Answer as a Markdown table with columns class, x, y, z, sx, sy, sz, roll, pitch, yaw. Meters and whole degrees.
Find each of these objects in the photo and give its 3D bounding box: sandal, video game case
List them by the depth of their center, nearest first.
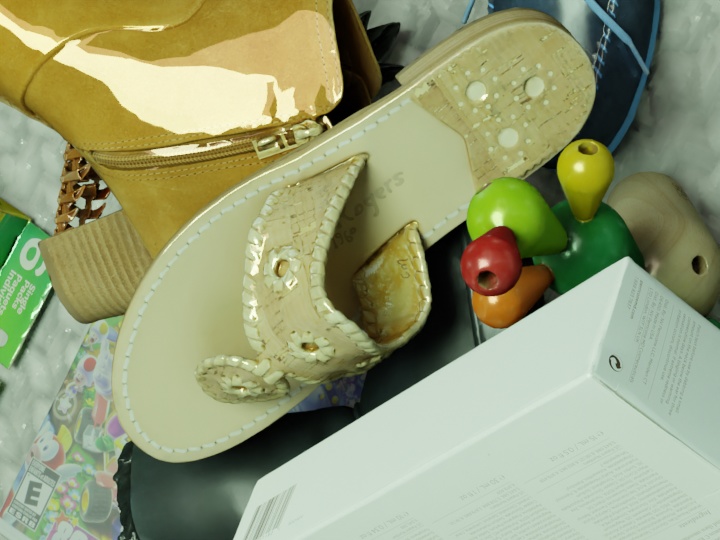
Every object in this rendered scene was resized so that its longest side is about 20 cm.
| class | x | y | z | sx | sy | sz | roll | pitch | yaw |
| --- | --- | --- | --- | --- | --- | --- | --- | --- | --- |
| sandal | -0.004 | -0.004 | 0.858 | 0.211 | 0.078 | 0.070 | -42 | 20 | 7 |
| video game case | -0.054 | 0.049 | 1.022 | 0.143 | 0.018 | 0.201 | 29 | 94 | 31 |

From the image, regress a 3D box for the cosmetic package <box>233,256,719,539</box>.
| class | x | y | z | sx | sy | sz | roll | pitch | yaw |
| --- | --- | --- | --- | --- | --- | --- | --- | --- | --- |
| cosmetic package | 0.070 | 0.092 | 0.807 | 0.200 | 0.151 | 0.052 | -33 | 25 | 46 |

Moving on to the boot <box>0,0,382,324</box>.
| class | x | y | z | sx | sy | sz | roll | pitch | yaw |
| --- | --- | --- | --- | --- | --- | --- | --- | --- | --- |
| boot | -0.072 | -0.087 | 0.924 | 0.143 | 0.071 | 0.202 | -19 | 96 | 23 |

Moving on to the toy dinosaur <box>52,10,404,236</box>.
| class | x | y | z | sx | sy | sz | roll | pitch | yaw |
| --- | --- | --- | --- | --- | --- | --- | --- | --- | --- |
| toy dinosaur | -0.064 | -0.099 | 1.024 | 0.135 | 0.102 | 0.202 | 16 | 95 | 42 |

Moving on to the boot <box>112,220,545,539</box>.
| class | x | y | z | sx | sy | sz | roll | pitch | yaw |
| --- | --- | --- | --- | --- | --- | --- | --- | --- | --- |
| boot | -0.012 | 0.055 | 0.942 | 0.167 | 0.076 | 0.202 | -8 | 86 | 14 |

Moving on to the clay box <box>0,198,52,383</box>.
| class | x | y | z | sx | sy | sz | roll | pitch | yaw |
| --- | --- | --- | --- | --- | --- | --- | --- | --- | --- |
| clay box | -0.230 | -0.008 | 1.117 | 0.199 | 0.048 | 0.115 | 31 | 96 | 32 |

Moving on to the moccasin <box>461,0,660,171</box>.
| class | x | y | z | sx | sy | sz | roll | pitch | yaw |
| --- | --- | --- | --- | --- | --- | --- | --- | --- | --- |
| moccasin | 0.069 | -0.140 | 0.961 | 0.080 | 0.068 | 0.202 | -4 | 77 | 29 |

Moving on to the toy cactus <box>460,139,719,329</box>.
| class | x | y | z | sx | sy | sz | roll | pitch | yaw |
| --- | --- | --- | --- | --- | --- | --- | --- | --- | --- |
| toy cactus | 0.110 | 0.013 | 0.868 | 0.102 | 0.199 | 0.165 | -51 | 21 | 26 |
